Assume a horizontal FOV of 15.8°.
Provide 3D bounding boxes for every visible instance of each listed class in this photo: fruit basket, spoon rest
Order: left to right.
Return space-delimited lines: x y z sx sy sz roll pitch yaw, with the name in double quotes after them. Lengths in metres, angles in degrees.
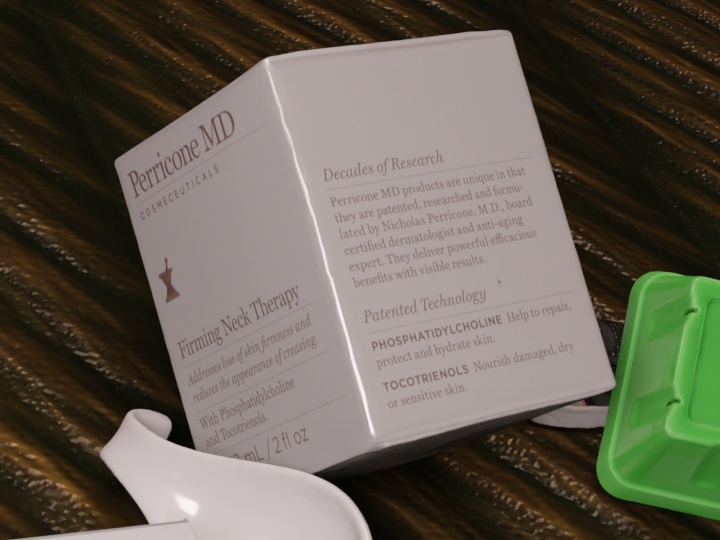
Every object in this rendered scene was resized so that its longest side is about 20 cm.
-0.069 0.127 1.295 0.200 0.100 0.061 34 -1 42 "spoon rest"
0.242 0.076 1.495 0.214 0.157 0.216 12 -14 3 "fruit basket"

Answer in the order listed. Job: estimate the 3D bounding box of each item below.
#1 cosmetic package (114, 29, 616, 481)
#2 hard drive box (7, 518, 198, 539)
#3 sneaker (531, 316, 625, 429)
0.000 0.000 1.369 0.166 0.167 0.201 -11 80 -36 "cosmetic package"
-0.150 0.193 1.132 0.199 0.077 0.156 -4 34 -22 "hard drive box"
0.093 0.034 1.517 0.199 0.087 0.080 4 32 -19 "sneaker"
